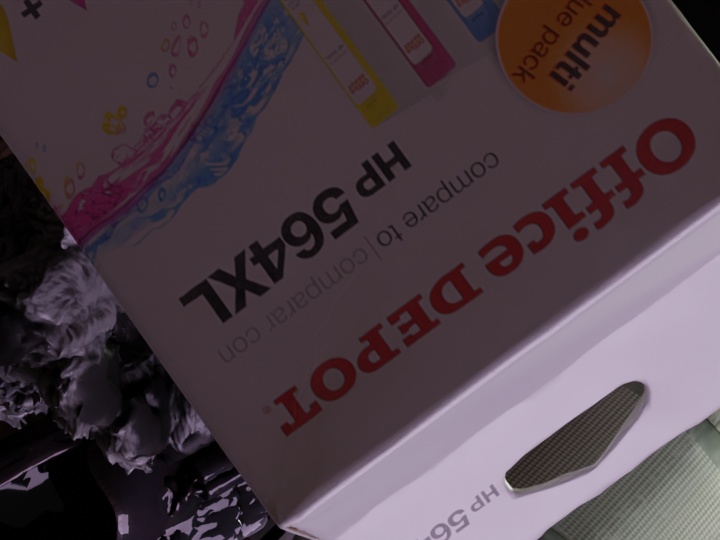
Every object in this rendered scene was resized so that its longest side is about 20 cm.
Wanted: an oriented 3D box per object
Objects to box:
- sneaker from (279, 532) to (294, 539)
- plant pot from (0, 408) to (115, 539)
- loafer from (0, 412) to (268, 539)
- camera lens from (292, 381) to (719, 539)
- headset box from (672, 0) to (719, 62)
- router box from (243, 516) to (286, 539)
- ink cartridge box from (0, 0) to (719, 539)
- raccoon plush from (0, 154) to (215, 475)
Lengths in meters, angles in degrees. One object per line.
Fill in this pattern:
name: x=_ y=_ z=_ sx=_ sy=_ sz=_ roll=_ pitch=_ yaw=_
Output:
sneaker: x=0.007 y=0.047 z=0.939 sx=0.087 sy=0.074 sz=0.201 roll=-101 pitch=-144 yaw=-81
plant pot: x=-0.127 y=0.096 z=0.777 sx=0.200 sy=0.187 sz=0.187 roll=-59 pitch=160 yaw=22
loafer: x=-0.091 y=0.078 z=0.666 sx=0.199 sy=0.072 sz=0.063 roll=-19 pitch=-161 yaw=-10
camera lens: x=0.075 y=0.118 z=0.860 sx=0.200 sy=0.160 sz=0.160 roll=-38 pitch=174 yaw=-47
headset box: x=0.110 y=-0.077 z=0.613 sx=0.149 sy=0.200 sz=0.077 roll=-41 pitch=137 yaw=4
router box: x=0.000 y=0.000 z=0.832 sx=0.200 sy=0.052 sz=0.158 roll=-47 pitch=-162 yaw=45
ink cartridge box: x=-0.001 y=-0.035 z=0.488 sx=0.128 sy=0.200 sz=0.125 roll=-36 pitch=169 yaw=-1
raccoon plush: x=-0.082 y=-0.023 z=0.646 sx=0.200 sy=0.134 sz=0.097 roll=-57 pitch=132 yaw=-21
